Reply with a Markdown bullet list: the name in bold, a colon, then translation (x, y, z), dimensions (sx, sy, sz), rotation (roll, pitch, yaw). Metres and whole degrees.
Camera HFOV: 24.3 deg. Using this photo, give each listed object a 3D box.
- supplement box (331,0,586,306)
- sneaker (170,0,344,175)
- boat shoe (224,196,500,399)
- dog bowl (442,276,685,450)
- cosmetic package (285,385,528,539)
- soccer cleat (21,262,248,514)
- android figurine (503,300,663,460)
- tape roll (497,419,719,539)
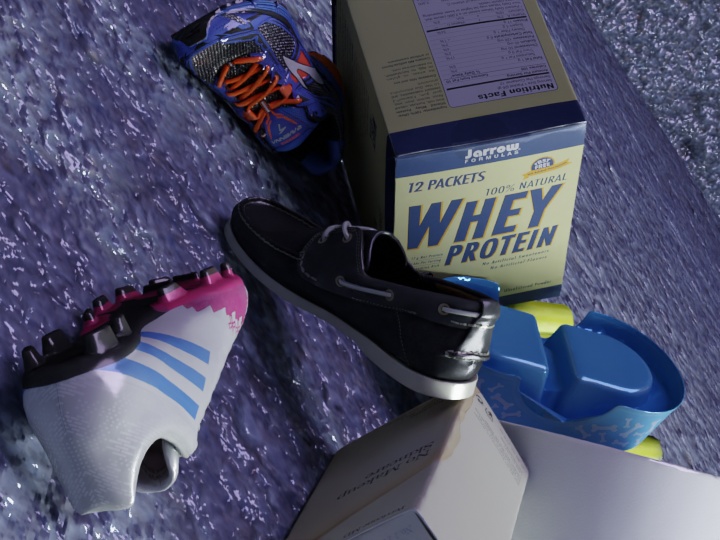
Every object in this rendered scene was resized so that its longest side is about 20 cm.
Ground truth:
- **supplement box**: translation (0.064, -0.104, 1.222), dimensions (0.200, 0.134, 0.200), rotation (89, -12, -53)
- **sneaker**: translation (-0.058, -0.125, 1.153), dimensions (0.200, 0.075, 0.079), rotation (26, 41, -58)
- **boat shoe**: translation (0.000, 0.000, 1.003), dimensions (0.200, 0.068, 0.072), rotation (33, 28, 32)
- **dog bowl**: translation (0.129, 0.069, 1.180), dimensions (0.199, 0.050, 0.112), rotation (16, 31, -15)
- **cosmetic package**: translation (0.024, 0.142, 0.922), dimensions (0.073, 0.103, 0.200), rotation (58, 17, -6)
- **soccer cleat**: translation (-0.101, 0.055, 0.793), dimensions (0.200, 0.070, 0.087), rotation (-39, 115, -70)
- **android figurine**: translation (0.135, 0.106, 1.246), dimensions (0.199, 0.041, 0.183), rotation (8, 59, -31)
- **tape roll**: translation (0.147, 0.149, 1.089), dimensions (0.202, 0.202, 0.071), rotation (26, 78, -61)
